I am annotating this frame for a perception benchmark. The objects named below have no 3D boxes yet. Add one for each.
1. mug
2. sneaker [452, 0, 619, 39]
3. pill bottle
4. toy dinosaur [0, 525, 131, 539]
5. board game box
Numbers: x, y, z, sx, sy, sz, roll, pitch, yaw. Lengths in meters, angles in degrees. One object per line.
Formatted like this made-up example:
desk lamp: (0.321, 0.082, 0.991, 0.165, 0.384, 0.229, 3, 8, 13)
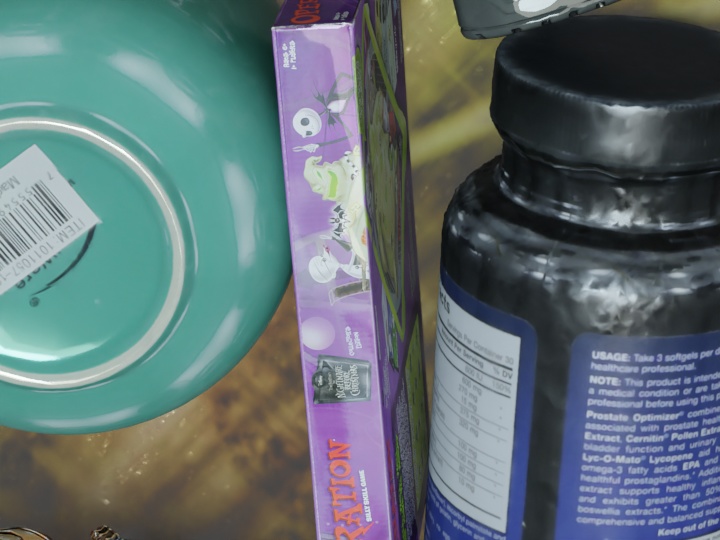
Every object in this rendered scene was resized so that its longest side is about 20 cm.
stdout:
mug: (-0.093, -0.012, 0.842, 0.151, 0.115, 0.186, 6, 113, 0)
sneaker: (0.079, -0.136, 0.807, 0.199, 0.060, 0.105, -18, 96, -4)
pill bottle: (0.078, 0.027, 0.852, 0.111, 0.112, 0.201, 4, 113, 1)
toy dinosaur: (-0.113, 0.129, 0.857, 0.199, 0.136, 0.102, -18, 111, 34)
board game box: (0.000, 0.000, 0.840, 0.032, 0.120, 0.201, -3, 112, 4)
